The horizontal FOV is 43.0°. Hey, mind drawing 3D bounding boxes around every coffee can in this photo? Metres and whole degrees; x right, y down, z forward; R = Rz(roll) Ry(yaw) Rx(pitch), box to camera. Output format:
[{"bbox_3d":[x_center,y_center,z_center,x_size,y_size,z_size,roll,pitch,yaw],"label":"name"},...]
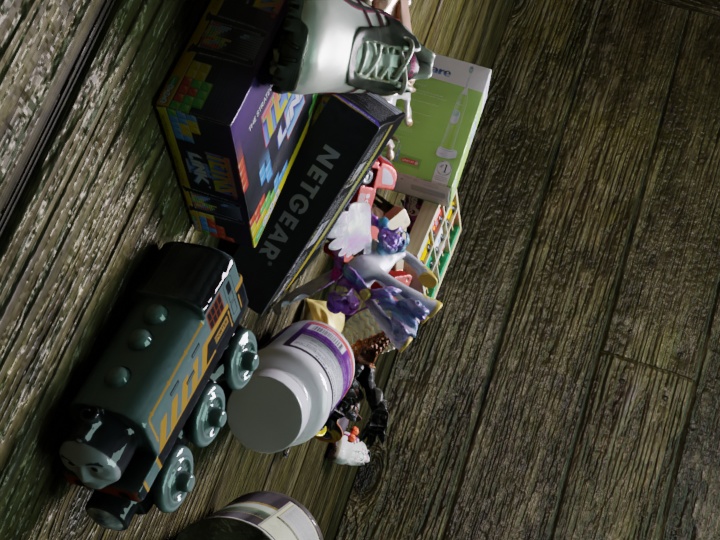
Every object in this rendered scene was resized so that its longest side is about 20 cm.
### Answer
[{"bbox_3d":[-0.124,0.326,0.990,0.200,0.146,0.147,46,62,-81],"label":"coffee can"}]

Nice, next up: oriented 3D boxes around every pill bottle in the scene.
[{"bbox_3d":[-0.078,0.130,1.020,0.200,0.111,0.112,-40,146,-75],"label":"pill bottle"}]

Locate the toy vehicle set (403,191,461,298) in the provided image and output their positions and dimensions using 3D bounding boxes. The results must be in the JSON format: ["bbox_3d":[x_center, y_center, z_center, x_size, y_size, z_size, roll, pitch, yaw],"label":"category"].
[{"bbox_3d":[0.112,-0.046,1.408,0.125,0.026,0.200,76,29,-43],"label":"toy vehicle set"}]

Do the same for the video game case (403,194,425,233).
[{"bbox_3d":[0.107,-0.086,1.476,0.181,0.036,0.201,36,62,-69],"label":"video game case"}]

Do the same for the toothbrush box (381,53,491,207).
[{"bbox_3d":[0.097,-0.216,1.365,0.086,0.145,0.201,77,30,-74],"label":"toothbrush box"}]

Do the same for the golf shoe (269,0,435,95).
[{"bbox_3d":[-0.002,-0.157,0.634,0.200,0.088,0.078,-48,155,-68],"label":"golf shoe"}]

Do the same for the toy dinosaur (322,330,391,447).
[{"bbox_3d":[-0.017,0.148,1.205,0.136,0.102,0.201,-97,-166,-50],"label":"toy dinosaur"}]

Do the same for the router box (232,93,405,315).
[{"bbox_3d":[-0.042,-0.070,0.845,0.200,0.052,0.157,-56,179,17],"label":"router box"}]

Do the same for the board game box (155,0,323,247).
[{"bbox_3d":[-0.072,-0.144,0.679,0.166,0.056,0.201,93,16,-65],"label":"board game box"}]

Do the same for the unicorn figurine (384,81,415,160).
[{"bbox_3d":[0.030,-0.211,1.232,0.138,0.073,0.201,74,19,-59],"label":"unicorn figurine"}]

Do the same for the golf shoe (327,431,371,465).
[{"bbox_3d":[-0.021,0.409,2.090,0.200,0.092,0.073,41,68,-80],"label":"golf shoe"}]

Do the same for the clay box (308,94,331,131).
[{"bbox_3d":[-0.019,-0.170,1.013,0.115,0.047,0.200,96,13,-44],"label":"clay box"}]

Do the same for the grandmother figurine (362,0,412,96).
[{"bbox_3d":[0.030,-0.286,0.941,0.121,0.060,0.201,-53,145,-69],"label":"grandmother figurine"}]

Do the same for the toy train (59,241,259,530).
[{"bbox_3d":[-0.138,0.075,0.633,0.114,0.085,0.200,81,27,-46],"label":"toy train"}]

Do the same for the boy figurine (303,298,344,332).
[{"bbox_3d":[-0.073,0.119,1.198,0.124,0.064,0.201,108,2,-61],"label":"boy figurine"}]

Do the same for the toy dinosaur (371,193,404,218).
[{"bbox_3d":[0.020,-0.067,1.400,0.200,0.085,0.136,45,60,-74],"label":"toy dinosaur"}]

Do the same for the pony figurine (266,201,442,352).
[{"bbox_3d":[0.000,0.000,1.079,0.167,0.200,0.193,-49,177,26],"label":"pony figurine"}]

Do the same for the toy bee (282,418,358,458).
[{"bbox_3d":[-0.051,0.217,1.416,0.200,0.108,0.131,96,12,-55],"label":"toy bee"}]

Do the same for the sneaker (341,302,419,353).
[{"bbox_3d":[-0.005,0.086,1.310,0.070,0.199,0.100,59,18,-12],"label":"sneaker"}]

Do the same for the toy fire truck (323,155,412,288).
[{"bbox_3d":[0.022,-0.057,1.255,0.141,0.049,0.201,5,106,-40],"label":"toy fire truck"}]
